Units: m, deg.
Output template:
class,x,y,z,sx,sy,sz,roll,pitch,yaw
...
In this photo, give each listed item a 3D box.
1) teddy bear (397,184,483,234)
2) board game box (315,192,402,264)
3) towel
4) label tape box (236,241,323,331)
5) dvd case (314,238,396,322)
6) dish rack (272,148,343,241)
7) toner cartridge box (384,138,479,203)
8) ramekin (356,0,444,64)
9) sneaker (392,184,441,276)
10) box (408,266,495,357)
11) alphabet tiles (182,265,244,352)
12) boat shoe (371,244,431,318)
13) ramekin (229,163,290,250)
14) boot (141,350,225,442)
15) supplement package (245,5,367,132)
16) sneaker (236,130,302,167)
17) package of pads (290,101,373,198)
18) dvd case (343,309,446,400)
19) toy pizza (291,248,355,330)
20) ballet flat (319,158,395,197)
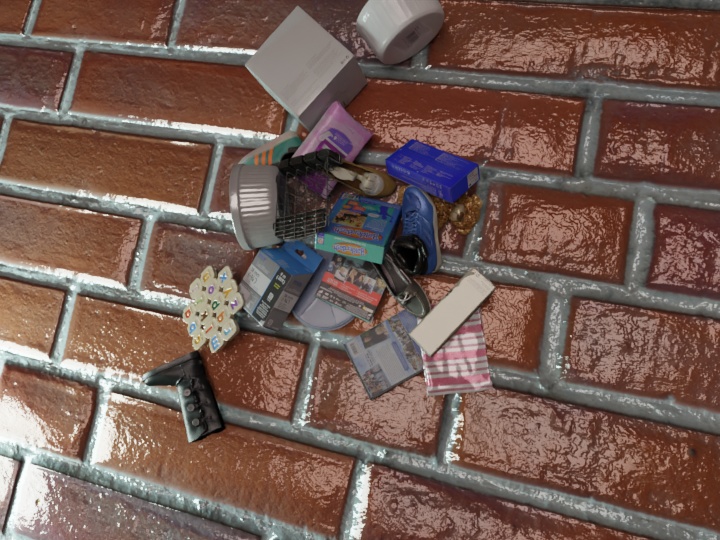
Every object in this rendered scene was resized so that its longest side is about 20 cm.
class,x,y,z,sx,sy,sz,roll,pitch,yaw
teddy bear,0.177,-0.160,1.313,0.145,0.067,0.200,-43,74,7
board game box,0.001,-0.098,1.282,0.150,0.201,0.045,14,124,9
towel,0.204,0.167,1.264,0.144,0.030,0.203,-8,78,5
label tape box,-0.197,0.017,1.349,0.144,0.063,0.201,34,94,40
dvd case,0.000,0.000,1.326,0.144,0.022,0.202,23,78,6
dish rack,-0.117,-0.159,1.241,0.152,0.054,0.203,-9,70,30
toner cartridge box,0.156,-0.223,1.271,0.095,0.043,0.199,-38,47,-21
ramekin,0.097,-0.572,1.331,0.199,0.200,0.098,-32,83,7
sneaker,0.115,-0.087,1.261,0.076,0.111,0.203,-8,93,37
box,0.195,0.090,1.228,0.200,0.082,0.068,-45,77,-3
alphabet tiles,-0.356,0.092,1.397,0.195,0.015,0.201,-42,60,22
boat shoe,0.078,0.025,1.270,0.067,0.057,0.201,-42,75,36
ramekin,-0.228,-0.151,1.349,0.103,0.200,0.203,-5,80,3
boot,-0.430,0.319,1.396,0.163,0.066,0.202,-25,81,11
supplement package,-0.127,-0.472,1.392,0.191,0.147,0.200,-46,74,4
sneaker,-0.225,-0.259,1.424,0.199,0.071,0.080,-33,71,6
package of pads,-0.075,-0.284,1.367,0.120,0.076,0.201,37,93,-19
dvd case,0.076,0.184,1.312,0.198,0.018,0.144,-30,77,7
toy pizza,-0.079,0.042,1.363,0.197,0.032,0.203,-2,78,12
ballet flat,-0.008,-0.209,1.325,0.198,0.063,0.069,17,110,-15
